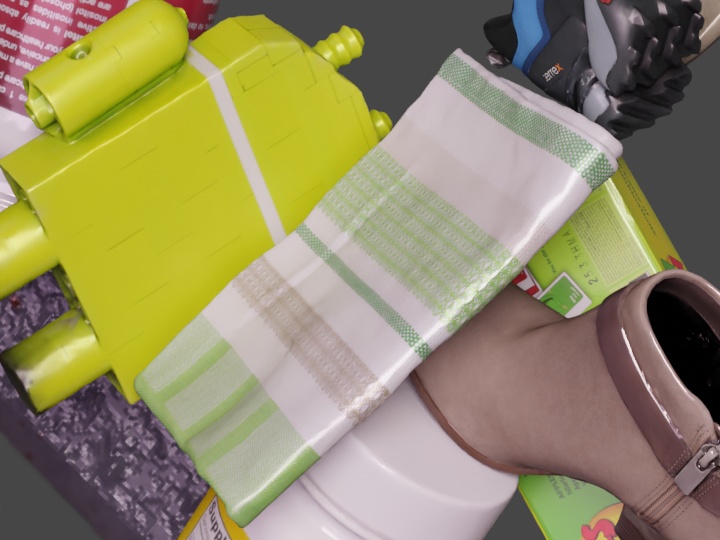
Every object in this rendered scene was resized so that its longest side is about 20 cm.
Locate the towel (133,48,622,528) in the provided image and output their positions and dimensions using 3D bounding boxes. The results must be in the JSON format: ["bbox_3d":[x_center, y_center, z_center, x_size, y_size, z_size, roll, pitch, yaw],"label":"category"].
[{"bbox_3d":[0.000,0.000,0.920,0.200,0.149,0.031,-44,114,-3],"label":"towel"}]

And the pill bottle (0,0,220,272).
[{"bbox_3d":[-0.121,-0.107,1.000,0.112,0.113,0.201,23,101,14],"label":"pill bottle"}]

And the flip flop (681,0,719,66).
[{"bbox_3d":[0.152,-0.160,0.937,0.200,0.058,0.081,-45,81,16],"label":"flip flop"}]

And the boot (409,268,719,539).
[{"bbox_3d":[0.094,0.039,0.871,0.200,0.146,0.070,43,66,11],"label":"boot"}]

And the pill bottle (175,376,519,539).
[{"bbox_3d":[-0.024,0.134,0.972,0.114,0.114,0.201,39,116,11],"label":"pill bottle"}]

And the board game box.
[{"bbox_3d":[0.103,0.048,0.977,0.101,0.048,0.201,-31,85,18],"label":"board game box"}]

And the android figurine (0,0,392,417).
[{"bbox_3d":[-0.072,-0.028,0.974,0.199,0.183,0.041,-36,41,-14],"label":"android figurine"}]

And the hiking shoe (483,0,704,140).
[{"bbox_3d":[0.093,-0.149,0.886,0.086,0.074,0.201,31,124,29],"label":"hiking shoe"}]
